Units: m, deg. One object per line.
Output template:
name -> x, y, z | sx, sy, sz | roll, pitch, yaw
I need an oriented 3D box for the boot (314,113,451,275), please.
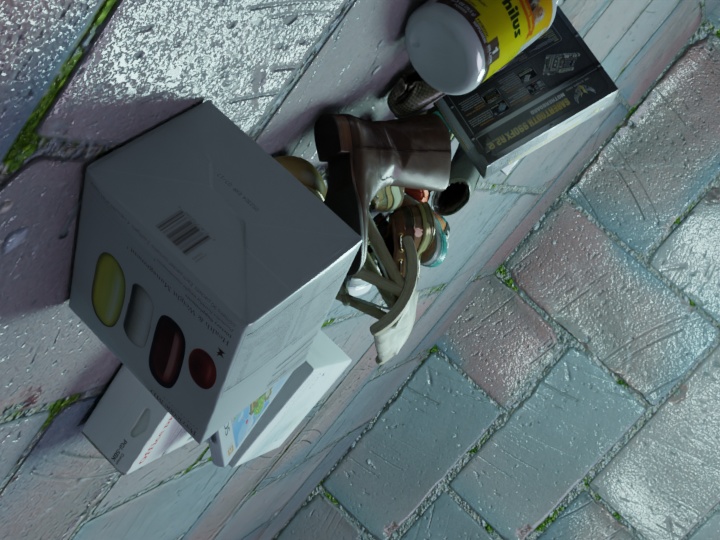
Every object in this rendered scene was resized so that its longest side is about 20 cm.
boot -> 0.042, -0.093, 1.158 | 0.064, 0.188, 0.199 | -5, 180, 44

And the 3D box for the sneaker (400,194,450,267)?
sneaker -> 0.112, -0.056, 1.559 | 0.072, 0.080, 0.200 | -54, -156, 17

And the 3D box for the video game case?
video game case -> -0.136, 0.118, 1.254 | 0.183, 0.022, 0.200 | 89, 26, -42

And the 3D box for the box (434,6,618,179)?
box -> 0.201, -0.234, 1.268 | 0.199, 0.159, 0.048 | -31, 166, -5

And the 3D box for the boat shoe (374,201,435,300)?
boat shoe -> 0.052, -0.025, 1.462 | 0.067, 0.072, 0.201 | -5, 143, -17

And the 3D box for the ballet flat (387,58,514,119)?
ballet flat -> 0.118, -0.254, 1.219 | 0.199, 0.067, 0.046 | -31, 128, -3

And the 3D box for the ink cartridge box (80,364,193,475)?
ink cartridge box -> -0.232, 0.151, 1.244 | 0.147, 0.083, 0.200 | -54, 166, 18

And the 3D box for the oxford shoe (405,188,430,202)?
oxford shoe -> 0.084, -0.151, 1.470 | 0.073, 0.071, 0.200 | -58, 175, 1

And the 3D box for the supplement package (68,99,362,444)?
supplement package -> -0.136, 0.004, 0.879 | 0.147, 0.191, 0.200 | -37, 163, -37

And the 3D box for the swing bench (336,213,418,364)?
swing bench -> 0.000, 0.000, 1.304 | 0.130, 0.200, 0.199 | -45, 168, -10

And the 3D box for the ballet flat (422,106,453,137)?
ballet flat -> 0.108, -0.216, 1.336 | 0.201, 0.069, 0.069 | -59, 168, -5

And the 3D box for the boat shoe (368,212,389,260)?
boat shoe -> -0.021, -0.025, 1.489 | 0.201, 0.063, 0.074 | -33, 177, -41

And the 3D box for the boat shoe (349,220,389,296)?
boat shoe -> 0.016, -0.030, 1.594 | 0.200, 0.073, 0.066 | -49, 168, -51

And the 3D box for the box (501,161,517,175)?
box -> 0.222, -0.261, 1.423 | 0.156, 0.041, 0.200 | 37, 97, -33

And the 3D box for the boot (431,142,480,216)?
boot -> 0.183, -0.199, 1.526 | 0.200, 0.072, 0.182 | -54, 174, -39

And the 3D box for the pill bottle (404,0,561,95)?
pill bottle -> 0.150, -0.293, 1.141 | 0.200, 0.109, 0.109 | -41, 166, -30

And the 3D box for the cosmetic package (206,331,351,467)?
cosmetic package -> -0.141, 0.182, 1.557 | 0.200, 0.123, 0.200 | -50, 169, 10

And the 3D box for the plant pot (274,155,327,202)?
plant pot -> -0.101, -0.030, 1.114 | 0.200, 0.027, 0.201 | -35, 142, -32

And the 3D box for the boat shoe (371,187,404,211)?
boat shoe -> 0.016, -0.126, 1.324 | 0.076, 0.072, 0.200 | -19, 162, -9
